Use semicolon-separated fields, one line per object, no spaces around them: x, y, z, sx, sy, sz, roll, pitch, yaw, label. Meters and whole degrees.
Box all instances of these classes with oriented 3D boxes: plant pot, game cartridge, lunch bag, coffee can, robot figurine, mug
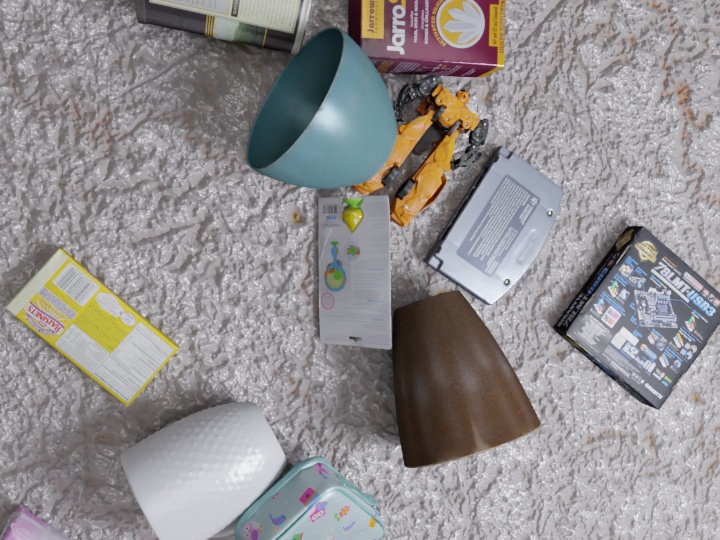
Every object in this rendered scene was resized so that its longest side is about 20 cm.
-0.032;-0.183;0.945;0.135;0.200;0.201;29;88;-29;plant pot
0.198;-0.059;1.070;0.133;0.042;0.200;34;86;-16;game cartridge
-0.059;0.337;0.981;0.160;0.077;0.200;-44;139;-9;lunch bag
0.117;0.136;0.999;0.186;0.187;0.201;-17;83;-10;plant pot
-0.163;-0.358;0.919;0.199;0.146;0.147;9;92;-12;coffee can
0.082;-0.167;1.027;0.145;0.058;0.200;39;86;-12;robot figurine
-0.184;0.271;0.968;0.175;0.148;0.200;-29;127;-15;mug

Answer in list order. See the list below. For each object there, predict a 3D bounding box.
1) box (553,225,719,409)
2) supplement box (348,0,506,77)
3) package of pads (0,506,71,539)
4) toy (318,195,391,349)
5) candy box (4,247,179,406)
0.424;0.070;1.118;0.200;0.050;0.199;38;85;-11;box
0.087;-0.325;1.004;0.199;0.086;0.111;0;94;-11;supplement box
-0.395;0.409;0.956;0.200;0.076;0.121;39;87;-11;package of pads
0.000;0.000;1.013;0.047;0.115;0.201;-12;101;-55;toy
-0.345;0.074;0.970;0.200;0.026;0.102;43;87;-11;candy box
